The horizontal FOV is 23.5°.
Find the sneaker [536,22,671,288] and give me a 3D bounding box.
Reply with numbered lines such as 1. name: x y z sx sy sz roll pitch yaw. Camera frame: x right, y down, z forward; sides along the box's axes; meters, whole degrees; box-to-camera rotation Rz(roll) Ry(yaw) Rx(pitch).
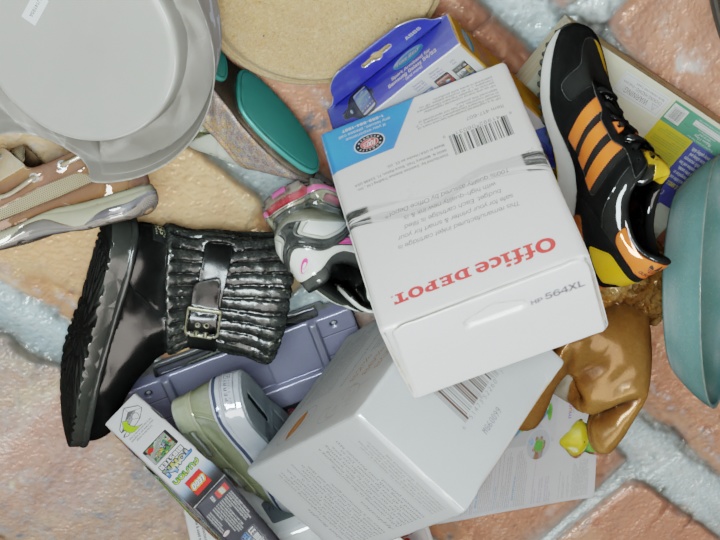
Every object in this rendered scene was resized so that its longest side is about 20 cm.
1. sneaker: 0.188 -0.087 1.268 0.090 0.202 0.070 -9 171 39

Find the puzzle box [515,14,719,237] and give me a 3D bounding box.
1. puzzle box: 0.195 -0.103 1.385 0.199 0.025 0.133 28 113 -31

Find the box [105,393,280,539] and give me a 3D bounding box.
1. box: -0.121 0.180 1.370 0.035 0.110 0.200 -46 148 -11

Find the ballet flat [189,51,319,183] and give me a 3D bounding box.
1. ballet flat: -0.112 -0.126 1.265 0.067 0.068 0.200 -27 124 26

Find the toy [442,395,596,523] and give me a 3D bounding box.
1. toy: 0.123 0.151 1.515 0.198 0.047 0.116 -3 103 -30

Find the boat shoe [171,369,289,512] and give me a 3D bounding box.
1. boat shoe: -0.093 0.139 1.397 0.061 0.072 0.200 -11 145 12

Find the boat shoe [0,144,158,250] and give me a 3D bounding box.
1. boat shoe: -0.248 -0.056 1.273 0.198 0.076 0.072 -13 94 4

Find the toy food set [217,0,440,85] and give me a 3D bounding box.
1. toy food set: -0.024 -0.222 1.223 0.198 0.049 0.199 9 121 -21

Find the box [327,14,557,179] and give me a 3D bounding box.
1. box: 0.068 -0.105 1.291 0.119 0.042 0.200 -37 136 20

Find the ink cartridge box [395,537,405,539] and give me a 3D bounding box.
1. ink cartridge box: 0.003 0.293 1.411 0.144 0.085 0.200 -26 161 4

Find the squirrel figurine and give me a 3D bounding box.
1. squirrel figurine: 0.149 0.028 1.389 0.186 0.142 0.201 21 117 -29

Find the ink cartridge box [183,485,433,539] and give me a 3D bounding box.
1. ink cartridge box: -0.038 0.248 1.531 0.198 0.084 0.146 -20 128 -1

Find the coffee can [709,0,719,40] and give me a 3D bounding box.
1. coffee can: 0.374 -0.222 1.275 0.198 0.147 0.147 -14 127 -6

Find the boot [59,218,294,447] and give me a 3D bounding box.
1. boot: -0.144 0.057 1.363 0.157 0.080 0.212 10 118 -22

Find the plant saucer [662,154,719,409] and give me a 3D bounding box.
1. plant saucer: 0.269 0.008 1.379 0.036 0.201 0.201 2 130 19

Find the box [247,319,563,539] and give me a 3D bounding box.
1. box: 0.030 0.110 1.289 0.106 0.153 0.200 42 150 -8

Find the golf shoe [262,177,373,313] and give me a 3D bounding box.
1. golf shoe: 0.000 0.000 1.336 0.072 0.093 0.199 -31 151 27

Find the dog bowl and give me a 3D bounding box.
1. dog bowl: -0.184 -0.161 1.169 0.198 0.059 0.202 7 120 12

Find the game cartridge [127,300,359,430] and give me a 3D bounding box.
1. game cartridge: -0.085 0.106 1.451 0.198 0.038 0.130 -21 123 -1

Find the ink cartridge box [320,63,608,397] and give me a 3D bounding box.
1. ink cartridge box: 0.069 -0.029 1.194 0.145 0.201 0.085 -20 138 4
